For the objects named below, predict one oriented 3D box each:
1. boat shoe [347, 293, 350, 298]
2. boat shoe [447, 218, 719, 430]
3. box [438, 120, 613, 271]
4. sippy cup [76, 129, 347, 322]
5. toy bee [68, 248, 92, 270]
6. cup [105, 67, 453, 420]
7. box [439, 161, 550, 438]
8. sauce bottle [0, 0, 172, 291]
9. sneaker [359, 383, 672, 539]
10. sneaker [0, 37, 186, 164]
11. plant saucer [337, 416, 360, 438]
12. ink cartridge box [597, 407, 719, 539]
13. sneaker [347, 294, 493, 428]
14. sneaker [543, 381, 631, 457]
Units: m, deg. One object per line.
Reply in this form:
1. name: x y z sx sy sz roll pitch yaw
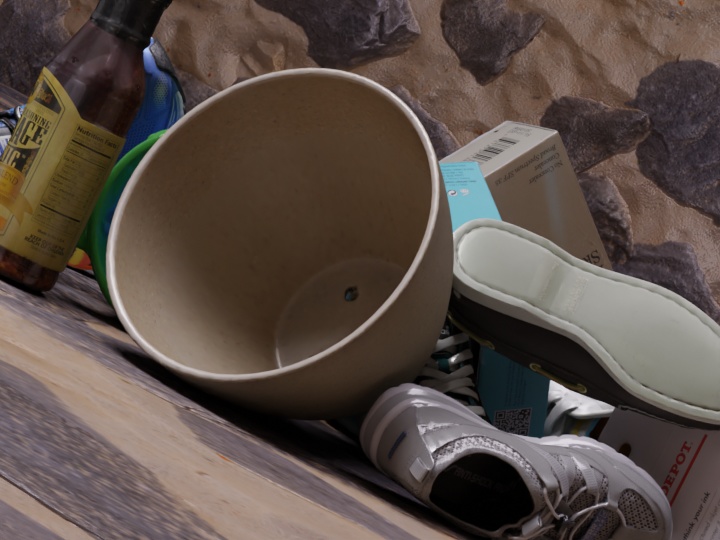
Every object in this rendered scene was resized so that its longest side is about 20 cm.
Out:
1. boat shoe: 0.000 0.000 1.702 0.067 0.200 0.074 -19 74 -41
2. boat shoe: 0.138 0.039 1.522 0.200 0.072 0.061 29 -32 9
3. box: 0.128 0.001 1.914 0.078 0.095 0.201 17 -44 61
4. sippy cup: -0.104 -0.013 1.634 0.178 0.140 0.130 45 -9 1
5. toy bee: -0.138 -0.016 1.813 0.198 0.110 0.131 2 13 -4
6. cup: -0.026 0.006 1.487 0.200 0.201 0.143 28 -15 34
7. box: 0.072 0.018 1.658 0.049 0.083 0.200 -4 37 -12
8. sauce bottle: -0.168 -0.088 1.531 0.066 0.201 0.066 25 1 0
9. sneaker: 0.092 0.132 1.442 0.199 0.075 0.082 19 19 -25
10. sneaker: -0.190 -0.078 1.654 0.089 0.200 0.079 -2 59 -52
11. plant saucer: 0.056 0.110 1.668 0.199 0.028 0.200 26 7 -3
12. ink cartridge box: 0.224 0.159 1.522 0.199 0.117 0.068 29 3 35
13. sneaker: 0.036 0.060 1.552 0.071 0.080 0.200 2 29 -27
14. sneaker: 0.131 0.086 1.697 0.199 0.077 0.081 20 23 13
